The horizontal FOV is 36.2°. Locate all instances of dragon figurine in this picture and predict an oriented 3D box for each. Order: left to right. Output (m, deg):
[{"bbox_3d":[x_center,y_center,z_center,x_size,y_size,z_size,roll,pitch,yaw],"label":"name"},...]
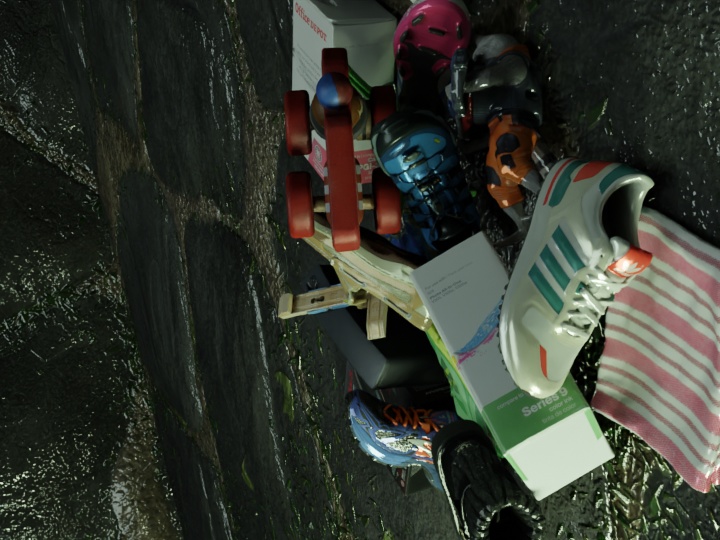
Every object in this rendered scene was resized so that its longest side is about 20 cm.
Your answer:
[{"bbox_3d":[0.065,-0.018,1.225,0.200,0.059,0.100,-22,80,66],"label":"dragon figurine"}]

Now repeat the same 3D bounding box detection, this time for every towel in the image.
[{"bbox_3d":[0.243,0.058,0.880,0.146,0.030,0.201,-139,43,-55],"label":"towel"}]

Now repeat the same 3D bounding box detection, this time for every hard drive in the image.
[{"bbox_3d":[0.027,0.056,1.261,0.200,0.135,0.042,53,135,46],"label":"hard drive"}]

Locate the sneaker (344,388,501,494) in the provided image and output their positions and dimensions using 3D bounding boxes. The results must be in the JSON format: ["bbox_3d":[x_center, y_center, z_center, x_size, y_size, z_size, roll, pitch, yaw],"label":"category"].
[{"bbox_3d":[0.069,0.173,1.178,0.078,0.200,0.075,-51,25,23],"label":"sneaker"}]

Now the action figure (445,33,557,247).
[{"bbox_3d":[0.138,-0.123,1.007,0.200,0.104,0.194,49,-148,-78],"label":"action figure"}]

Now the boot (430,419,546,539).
[{"bbox_3d":[0.139,0.259,1.059,0.211,0.079,0.158,60,177,-27],"label":"boot"}]

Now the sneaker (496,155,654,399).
[{"bbox_3d":[0.174,0.006,0.862,0.093,0.070,0.200,7,78,52],"label":"sneaker"}]

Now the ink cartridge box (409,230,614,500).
[{"bbox_3d":[0.136,0.085,0.995,0.200,0.087,0.145,62,-175,33],"label":"ink cartridge box"}]

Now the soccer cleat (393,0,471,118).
[{"bbox_3d":[0.068,-0.217,1.068,0.200,0.070,0.087,100,-175,-63],"label":"soccer cleat"}]

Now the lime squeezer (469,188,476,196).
[{"bbox_3d":[0.069,-0.142,1.204,0.071,0.038,0.200,-39,59,29],"label":"lime squeezer"}]

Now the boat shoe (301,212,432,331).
[{"bbox_3d":[0.000,0.000,1.135,0.200,0.072,0.076,30,104,35],"label":"boat shoe"}]

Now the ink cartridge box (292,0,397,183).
[{"bbox_3d":[-0.023,-0.221,1.292,0.147,0.083,0.200,-125,32,-52],"label":"ink cartridge box"}]

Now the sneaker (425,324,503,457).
[{"bbox_3d":[0.112,0.110,1.155,0.200,0.074,0.084,64,149,30],"label":"sneaker"}]

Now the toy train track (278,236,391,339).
[{"bbox_3d":[-0.021,0.022,1.208,0.200,0.033,0.115,-14,63,38],"label":"toy train track"}]

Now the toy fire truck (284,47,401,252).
[{"bbox_3d":[-0.017,-0.115,1.043,0.168,0.112,0.201,109,158,-85],"label":"toy fire truck"}]

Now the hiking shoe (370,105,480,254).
[{"bbox_3d":[0.074,-0.075,1.016,0.200,0.074,0.087,49,-167,-55],"label":"hiking shoe"}]

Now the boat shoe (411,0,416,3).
[{"bbox_3d":[0.064,-0.344,1.060,0.059,0.072,0.201,-13,92,57],"label":"boat shoe"}]

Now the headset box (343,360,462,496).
[{"bbox_3d":[0.047,0.143,1.321,0.200,0.075,0.149,-127,33,-45],"label":"headset box"}]

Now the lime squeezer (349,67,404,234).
[{"bbox_3d":[0.030,-0.139,1.158,0.038,0.071,0.200,-22,83,37],"label":"lime squeezer"}]
